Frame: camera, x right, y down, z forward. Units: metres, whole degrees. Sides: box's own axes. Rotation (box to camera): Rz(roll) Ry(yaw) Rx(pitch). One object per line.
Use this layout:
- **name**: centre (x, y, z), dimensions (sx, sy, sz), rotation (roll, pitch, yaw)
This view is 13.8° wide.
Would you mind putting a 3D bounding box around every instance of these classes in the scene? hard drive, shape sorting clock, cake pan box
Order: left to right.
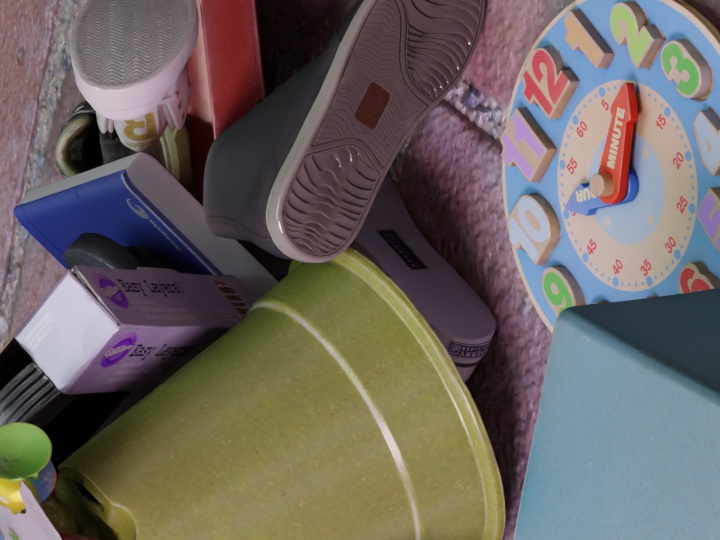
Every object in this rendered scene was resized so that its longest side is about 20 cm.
- **cake pan box**: centre (-0.158, 0.079, 1.656), dimensions (0.052, 0.200, 0.184), rotation (45, 105, 19)
- **hard drive**: centre (-0.129, -0.008, 1.816), dimensions (0.132, 0.025, 0.200), rotation (45, 159, -14)
- **shape sorting clock**: centre (0.134, -0.043, 1.498), dimensions (0.200, 0.039, 0.201), rotation (6, 97, 57)

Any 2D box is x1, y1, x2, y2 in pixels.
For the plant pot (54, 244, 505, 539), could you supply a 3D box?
- **plant pot**: centre (-0.057, 0.113, 1.600), dimensions (0.200, 0.189, 0.201), rotation (47, 153, 33)

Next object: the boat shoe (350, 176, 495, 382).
- **boat shoe**: centre (0.000, 0.000, 1.673), dimensions (0.200, 0.073, 0.066), rotation (55, 130, 41)

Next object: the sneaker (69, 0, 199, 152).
- **sneaker**: centre (-0.124, -0.111, 1.714), dimensions (0.200, 0.073, 0.116), rotation (-88, -4, -58)

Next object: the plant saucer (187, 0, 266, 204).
- **plant saucer**: centre (-0.083, -0.130, 1.767), dimensions (0.200, 0.037, 0.201), rotation (138, 127, -80)

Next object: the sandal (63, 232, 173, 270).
- **sandal**: centre (-0.135, 0.013, 1.788), dimensions (0.076, 0.043, 0.200), rotation (44, 170, 8)

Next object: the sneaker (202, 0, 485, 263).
- **sneaker**: centre (-0.016, -0.100, 1.625), dimensions (0.106, 0.075, 0.200), rotation (12, 65, 56)

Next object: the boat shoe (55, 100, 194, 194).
- **boat shoe**: centre (-0.162, -0.080, 1.898), dimensions (0.201, 0.066, 0.072), rotation (-155, 63, -66)

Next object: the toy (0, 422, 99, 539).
- **toy**: centre (-0.159, 0.146, 1.545), dimensions (0.115, 0.047, 0.200), rotation (48, 160, 33)

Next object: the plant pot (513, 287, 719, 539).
- **plant pot**: centre (0.192, 0.112, 1.335), dimensions (0.200, 0.141, 0.142), rotation (29, 116, 44)
